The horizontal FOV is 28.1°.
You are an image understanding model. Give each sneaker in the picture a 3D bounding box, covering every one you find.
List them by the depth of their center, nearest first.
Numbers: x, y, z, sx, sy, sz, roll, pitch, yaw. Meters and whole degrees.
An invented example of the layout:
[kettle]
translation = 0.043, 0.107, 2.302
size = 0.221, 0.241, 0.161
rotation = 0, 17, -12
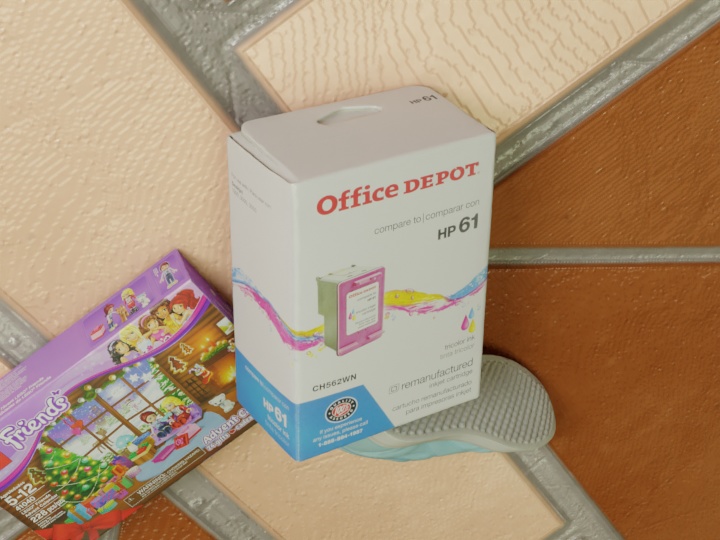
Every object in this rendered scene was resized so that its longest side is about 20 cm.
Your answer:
[sneaker]
translation = 0.056, 0.104, 1.057
size = 0.200, 0.074, 0.082
rotation = 10, 157, -40

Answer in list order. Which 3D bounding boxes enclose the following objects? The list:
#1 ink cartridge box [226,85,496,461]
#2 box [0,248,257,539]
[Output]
[ink cartridge box]
translation = 0.000, 0.000, 0.899
size = 0.144, 0.085, 0.200
rotation = -17, 124, -27
[box]
translation = -0.158, 0.092, 0.951
size = 0.200, 0.039, 0.137
rotation = -36, 132, 4
